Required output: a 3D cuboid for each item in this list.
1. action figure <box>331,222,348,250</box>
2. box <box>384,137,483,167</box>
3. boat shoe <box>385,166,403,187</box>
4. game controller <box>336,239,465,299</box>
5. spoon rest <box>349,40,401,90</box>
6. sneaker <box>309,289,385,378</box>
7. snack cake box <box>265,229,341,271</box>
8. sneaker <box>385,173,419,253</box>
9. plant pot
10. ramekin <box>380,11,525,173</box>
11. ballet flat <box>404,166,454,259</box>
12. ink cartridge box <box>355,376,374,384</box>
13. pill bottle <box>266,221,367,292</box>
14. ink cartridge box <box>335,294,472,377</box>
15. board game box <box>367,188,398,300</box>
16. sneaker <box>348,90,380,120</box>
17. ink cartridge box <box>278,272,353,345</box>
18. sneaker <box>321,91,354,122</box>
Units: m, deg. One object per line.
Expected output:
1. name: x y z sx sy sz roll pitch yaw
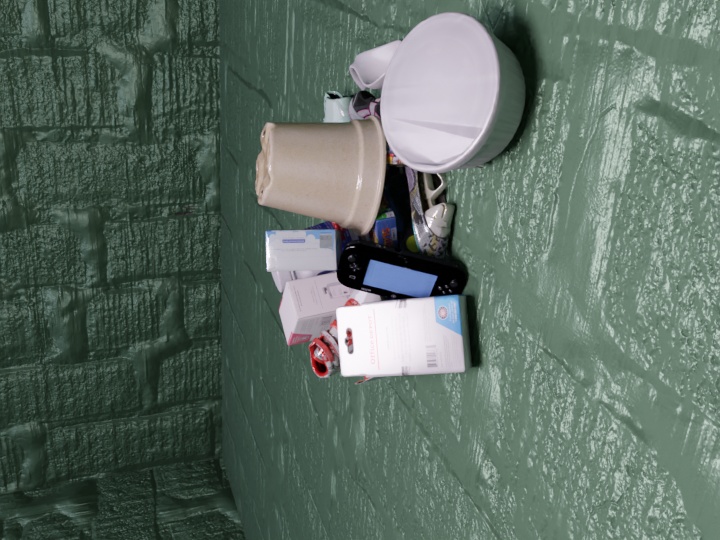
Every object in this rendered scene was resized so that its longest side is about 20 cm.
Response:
1. action figure: 0.000 0.000 1.390 0.065 0.051 0.202 73 180 -75
2. box: 0.109 -0.211 1.128 0.199 0.034 0.112 11 96 54
3. boat shoe: 0.025 -0.197 1.423 0.200 0.067 0.073 -132 43 -58
4. game controller: 0.062 0.009 1.186 0.042 0.197 0.105 -79 4 -49
5. spoon rest: 0.025 -0.369 1.370 0.100 0.060 0.200 -57 19 -5
6. sneaker: -0.027 0.105 1.317 0.067 0.107 0.203 41 131 29
7. snack cake box: -0.092 -0.036 1.282 0.200 0.113 0.068 -82 -10 -87
8. sneaker: 0.087 -0.065 1.292 0.079 0.065 0.202 98 161 -66
9. plant pot: -0.074 -0.165 1.243 0.200 0.181 0.203 -176 90 -73
10. ramekin: 0.127 -0.227 0.998 0.201 0.094 0.205 -2 87 44
11. ballet flat: 0.114 -0.111 1.197 0.072 0.071 0.203 143 119 -67
12. ink cartridge box: 0.061 0.154 1.329 0.200 0.108 0.051 140 117 -66
13. pill bottle: -0.079 -0.031 1.495 0.120 0.198 0.121 162 90 -77
14. ink cartridge box: 0.068 0.102 1.175 0.067 0.197 0.117 -2 -93 -71
15. board game box: 0.038 -0.048 1.319 0.136 0.034 0.202 -106 7 -49
16. sneaker: 0.046 -0.280 1.361 0.087 0.080 0.201 -61 39 29
17. ink cartridge box: -0.049 0.068 1.471 0.147 0.198 0.084 115 140 -61
18. sneaker: -0.061 -0.323 1.620 0.200 0.073 0.120 9 109 60
